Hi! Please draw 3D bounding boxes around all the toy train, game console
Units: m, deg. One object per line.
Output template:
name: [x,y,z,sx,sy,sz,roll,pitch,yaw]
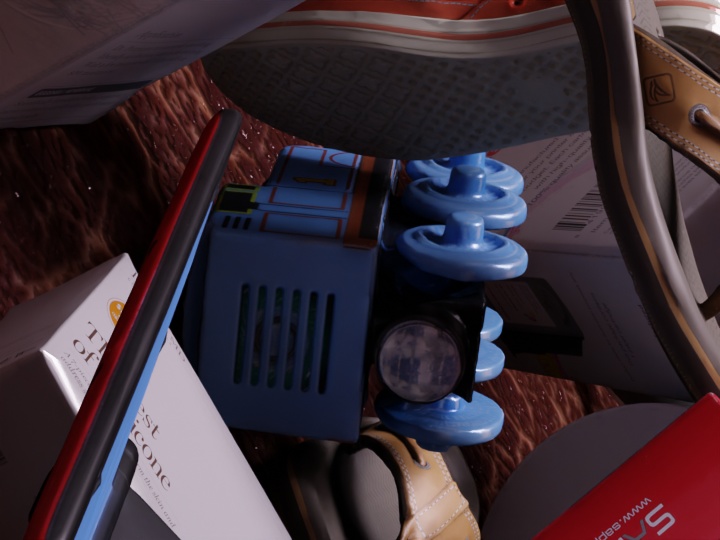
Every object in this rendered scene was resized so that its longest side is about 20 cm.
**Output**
toy train: [0.000,0.000,0.826,0.200,0.113,0.088,-80,178,-73]
game console: [-0.032,0.094,0.505,0.173,0.118,0.200,49,25,-17]

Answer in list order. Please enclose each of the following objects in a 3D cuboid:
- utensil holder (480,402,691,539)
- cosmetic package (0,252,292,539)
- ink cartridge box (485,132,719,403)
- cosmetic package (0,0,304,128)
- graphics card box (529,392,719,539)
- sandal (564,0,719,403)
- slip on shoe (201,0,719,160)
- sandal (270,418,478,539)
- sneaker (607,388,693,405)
utensil holder: [0.155,0.142,0.996,0.200,0.169,0.171,18,49,-63]
cosmetic package: [-0.048,0.102,0.667,0.201,0.050,0.083,61,18,-12]
ink cartridge box: [0.127,-0.024,1.015,0.086,0.147,0.199,56,-23,-20]
cosmetic package: [-0.072,-0.177,0.726,0.201,0.199,0.123,64,18,2]
graphics card box: [0.069,0.119,0.732,0.051,0.125,0.200,48,-11,16]
sandal: [0.099,-0.048,0.702,0.082,0.054,0.202,13,65,-75]
slip on shoe: [0.039,-0.084,0.797,0.074,0.198,0.062,57,35,-49]
sandal: [0.019,0.090,0.835,0.082,0.054,0.200,65,18,3]
sneaker: [0.131,-0.003,1.259,0.099,0.070,0.201,39,25,-50]
